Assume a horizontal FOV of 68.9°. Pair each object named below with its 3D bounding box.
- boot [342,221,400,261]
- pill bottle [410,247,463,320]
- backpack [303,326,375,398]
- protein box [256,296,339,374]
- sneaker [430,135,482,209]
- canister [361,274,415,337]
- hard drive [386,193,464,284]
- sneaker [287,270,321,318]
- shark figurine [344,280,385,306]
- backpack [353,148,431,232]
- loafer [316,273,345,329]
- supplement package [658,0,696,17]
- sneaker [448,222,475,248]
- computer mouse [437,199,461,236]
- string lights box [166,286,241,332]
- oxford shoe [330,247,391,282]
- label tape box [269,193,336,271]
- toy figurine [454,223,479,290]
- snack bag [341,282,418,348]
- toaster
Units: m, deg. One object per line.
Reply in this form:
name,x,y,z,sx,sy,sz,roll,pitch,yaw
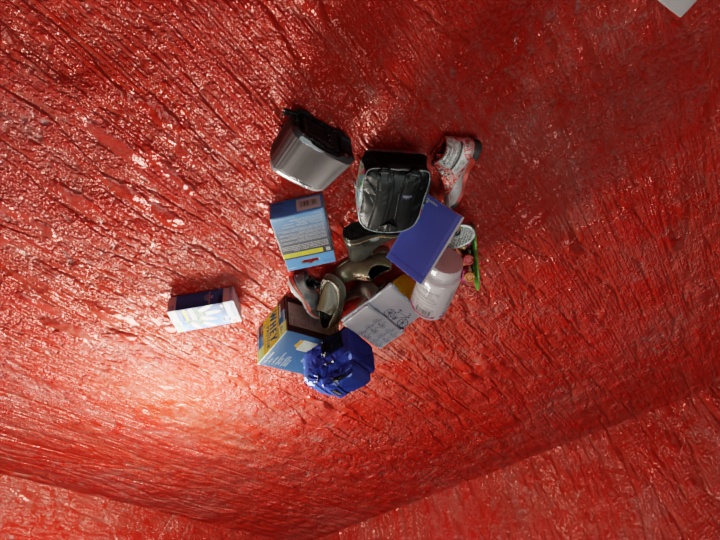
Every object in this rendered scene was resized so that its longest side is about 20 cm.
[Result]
boot,0.051,-0.088,1.479,0.197,0.078,0.139,-7,150,-1
pill bottle,0.211,0.036,1.447,0.112,0.114,0.201,0,141,-12
backpack,-0.077,0.292,1.583,0.199,0.169,0.163,-28,128,20
protein box,-0.202,0.217,1.693,0.198,0.136,0.199,20,129,-30
sneaker,0.220,-0.249,1.330,0.106,0.068,0.203,5,132,-16
canister,0.079,0.110,1.636,0.200,0.087,0.148,-45,172,28
hard drive,0.164,-0.084,1.360,0.025,0.132,0.201,9,116,-54
sneaker,-0.142,0.075,1.600,0.081,0.078,0.200,-27,137,8
shark figurine,-0.013,0.055,1.622,0.213,0.128,0.090,-20,112,46
backpack,0.072,-0.195,1.290,0.175,0.152,0.202,0,130,-9
loafer,-0.091,0.099,1.576,0.074,0.070,0.202,18,130,21
supplement package,0.562,-0.597,0.979,0.198,0.122,0.120,17,131,-28
sneaker,0.221,-0.101,1.472,0.197,0.080,0.079,-13,118,17
computer mouse,0.174,-0.090,1.419,0.200,0.044,0.110,-40,109,19
string lights box,-0.468,0.118,1.585,0.197,0.059,0.103,-10,137,-2
oxford shoe,0.000,0.000,1.545,0.198,0.075,0.070,-25,138,17
label tape box,-0.152,-0.100,1.411,0.142,0.064,0.201,-11,138,0
toy figurine,0.250,-0.031,1.545,0.181,0.151,0.202,-5,117,7
snack bag,0.074,0.140,1.555,0.199,0.022,0.188,-37,128,19
toaster,-0.121,-0.271,1.196,0.198,0.115,0.129,20,132,-33
